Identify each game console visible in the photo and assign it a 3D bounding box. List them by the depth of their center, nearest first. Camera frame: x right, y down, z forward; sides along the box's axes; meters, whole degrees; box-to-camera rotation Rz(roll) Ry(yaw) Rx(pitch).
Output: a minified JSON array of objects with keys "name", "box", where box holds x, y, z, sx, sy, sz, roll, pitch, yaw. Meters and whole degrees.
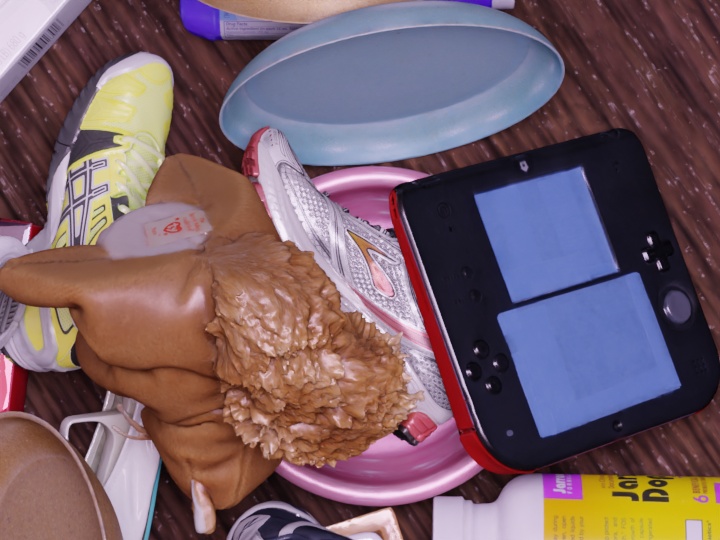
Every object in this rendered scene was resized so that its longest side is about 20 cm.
[{"name":"game console","box":[0.117,0.016,1.586,0.200,0.031,0.177,-15,88,-39]}]

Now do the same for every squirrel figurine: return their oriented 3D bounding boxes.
[{"name":"squirrel figurine","box":[-0.071,0.059,1.506,0.200,0.142,0.187,15,130,36]}]

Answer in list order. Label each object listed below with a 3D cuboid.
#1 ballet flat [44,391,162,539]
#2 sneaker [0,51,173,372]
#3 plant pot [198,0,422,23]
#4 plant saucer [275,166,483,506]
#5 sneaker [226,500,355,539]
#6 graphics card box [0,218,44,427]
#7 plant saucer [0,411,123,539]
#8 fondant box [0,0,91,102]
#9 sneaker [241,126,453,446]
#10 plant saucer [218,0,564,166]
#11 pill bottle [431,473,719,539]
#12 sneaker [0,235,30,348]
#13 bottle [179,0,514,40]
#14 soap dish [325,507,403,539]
[{"name":"ballet flat","box":[-0.141,0.082,1.621,0.069,0.069,0.200,15,91,2]},{"name":"sneaker","box":[-0.144,-0.031,1.609,0.076,0.075,0.200,11,80,41]},{"name":"plant pot","box":[-0.025,-0.210,1.585,0.200,0.200,0.028,-2,130,1]},{"name":"plant saucer","box":[0.010,0.039,1.633,0.200,0.051,0.201,0,88,2]},{"name":"sneaker","box":[0.005,0.204,1.505,0.079,0.130,0.199,-43,87,0]},{"name":"graphics card box","box":[-0.296,0.022,1.641,0.200,0.051,0.126,7,88,3]},{"name":"plant saucer","box":[-0.188,0.182,1.588,0.035,0.200,0.201,3,87,-39]},{"name":"fondant box","box":[-0.276,-0.187,1.645,0.200,0.058,0.144,41,89,4]},{"name":"sneaker","box":[0.000,0.000,1.580,0.082,0.078,0.200,-36,94,-9]},{"name":"plant saucer","box":[0.016,-0.109,1.570,0.200,0.200,0.027,-10,71,1]},{"name":"pill bottle","box":[0.141,0.171,1.597,0.200,0.104,0.104,1,88,1]},{"name":"sneaker","box":[-0.264,0.052,1.587,0.099,0.078,0.200,33,102,29]},{"name":"bottle","box":[-0.008,-0.178,1.634,0.200,0.065,0.084,1,88,1]},{"name":"soap dish","box":[-0.052,0.243,1.610,0.200,0.081,0.158,-18,88,0]}]
